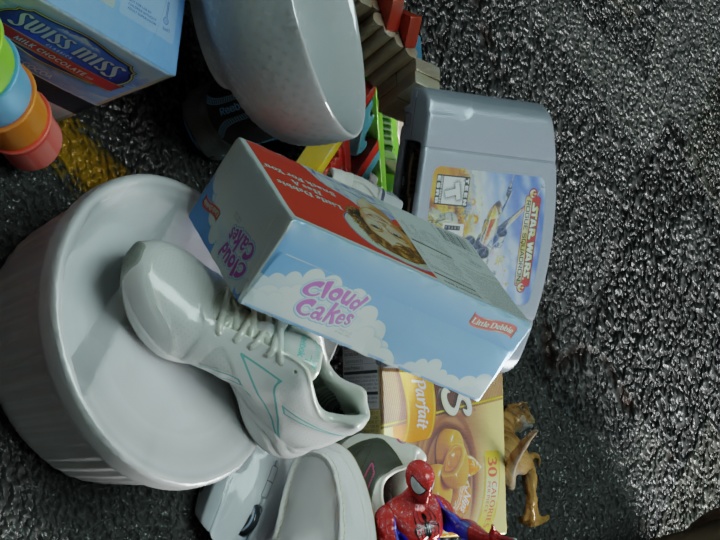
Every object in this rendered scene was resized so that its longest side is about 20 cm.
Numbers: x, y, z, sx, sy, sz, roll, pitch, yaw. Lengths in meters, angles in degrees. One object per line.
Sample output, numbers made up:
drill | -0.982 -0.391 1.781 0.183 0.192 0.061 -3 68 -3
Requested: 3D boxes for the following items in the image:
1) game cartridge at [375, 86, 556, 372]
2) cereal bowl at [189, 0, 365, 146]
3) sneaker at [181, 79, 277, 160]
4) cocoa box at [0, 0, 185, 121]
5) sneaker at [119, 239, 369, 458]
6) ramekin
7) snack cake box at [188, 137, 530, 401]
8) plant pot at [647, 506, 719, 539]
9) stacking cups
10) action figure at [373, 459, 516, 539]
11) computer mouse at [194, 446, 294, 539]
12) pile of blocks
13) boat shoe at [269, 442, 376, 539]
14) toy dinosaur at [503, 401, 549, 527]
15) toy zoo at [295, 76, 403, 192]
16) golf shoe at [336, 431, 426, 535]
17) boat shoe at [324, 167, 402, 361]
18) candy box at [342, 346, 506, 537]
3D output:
game cartridge | 0.080 -0.027 1.564 0.132 0.041 0.202 4 96 -32
cereal bowl | -0.061 -0.177 1.436 0.200 0.083 0.202 -10 90 -79
sneaker | -0.041 -0.130 1.590 0.200 0.082 0.074 -32 100 -52
cocoa box | -0.219 -0.201 1.358 0.200 0.131 0.134 29 58 -42
sneaker | -0.068 0.043 1.357 0.200 0.080 0.071 43 51 -32
ramekin | -0.152 0.045 1.392 0.202 0.094 0.204 19 65 -46
snack cake box | 0.000 0.000 1.389 0.199 0.067 0.115 24 20 -32
plant pot | 0.268 0.289 1.773 0.174 0.200 0.202 5 74 -29
stacking cups | -0.227 -0.119 1.317 0.200 0.060 0.061 63 25 -71
action figure | 0.051 0.229 1.459 0.065 0.099 0.201 -11 110 -28
computer mouse | -0.079 0.159 1.484 0.109 0.044 0.201 32 56 -40
pile of blocks | 0.008 -0.197 1.570 0.200 0.062 0.082 50 43 -7
boat shoe | -0.037 0.214 1.441 0.069 0.070 0.202 11 78 -52
toy dinosaur | 0.113 0.154 1.684 0.200 0.060 0.107 -80 162 -80
toy zoo | -0.014 -0.059 1.598 0.200 0.020 0.132 -58 154 -43
golf shoe | 0.001 0.213 1.516 0.077 0.088 0.202 4 84 -62
boat shoe | -0.042 0.019 1.485 0.070 0.071 0.201 30 74 -9
candy box | 0.047 0.099 1.609 0.115 0.055 0.202 2 83 -35
